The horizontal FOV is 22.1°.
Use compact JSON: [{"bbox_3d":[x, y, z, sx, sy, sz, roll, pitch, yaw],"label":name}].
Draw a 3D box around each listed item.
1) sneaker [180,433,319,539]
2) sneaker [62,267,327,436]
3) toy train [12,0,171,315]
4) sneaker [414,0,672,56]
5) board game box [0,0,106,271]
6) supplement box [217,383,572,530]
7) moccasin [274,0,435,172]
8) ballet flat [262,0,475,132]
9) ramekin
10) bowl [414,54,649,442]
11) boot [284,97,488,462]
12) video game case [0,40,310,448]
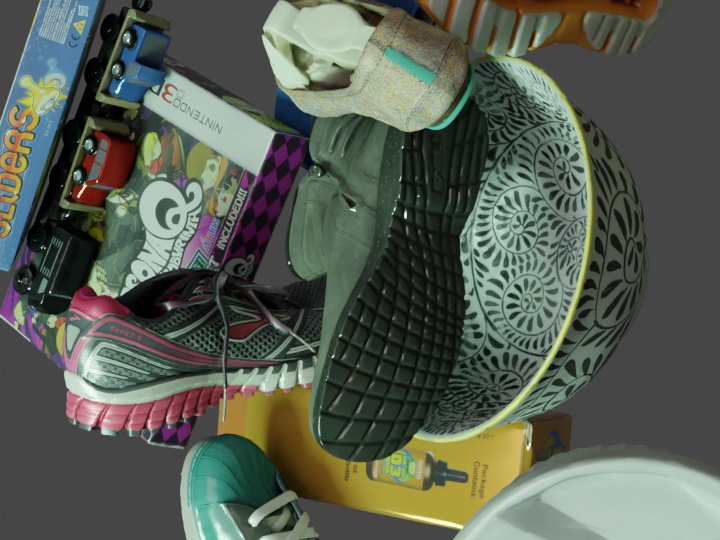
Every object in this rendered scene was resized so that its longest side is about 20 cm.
[{"bbox_3d":[-0.027,0.176,0.992,0.080,0.071,0.201,-22,92,45],"label":"sneaker"},{"bbox_3d":[-0.071,0.030,1.015,0.080,0.199,0.075,15,114,46],"label":"sneaker"},{"bbox_3d":[-0.159,-0.067,1.106,0.046,0.034,0.201,28,102,41],"label":"toy train"},{"bbox_3d":[0.077,-0.155,0.942,0.077,0.199,0.079,39,111,37],"label":"sneaker"},{"bbox_3d":[-0.193,-0.109,1.127,0.034,0.135,0.201,19,97,-9],"label":"board game box"},{"bbox_3d":[0.016,0.100,1.036,0.199,0.069,0.067,8,93,31],"label":"supplement box"},{"bbox_3d":[0.018,-0.134,1.038,0.080,0.068,0.200,44,132,10],"label":"moccasin"},{"bbox_3d":[-0.010,-0.114,0.928,0.068,0.067,0.200,-65,25,-4],"label":"ballet flat"},{"bbox_3d":[0.130,0.178,0.917,0.201,0.094,0.204,1,100,6],"label":"ramekin"},{"bbox_3d":[0.087,-0.004,0.966,0.200,0.094,0.202,-24,60,51],"label":"bowl"},{"bbox_3d":[0.000,0.000,0.967,0.130,0.067,0.201,-2,70,62],"label":"boot"},{"bbox_3d":[-0.130,-0.023,1.119,0.181,0.036,0.201,34,105,42],"label":"video game case"}]
